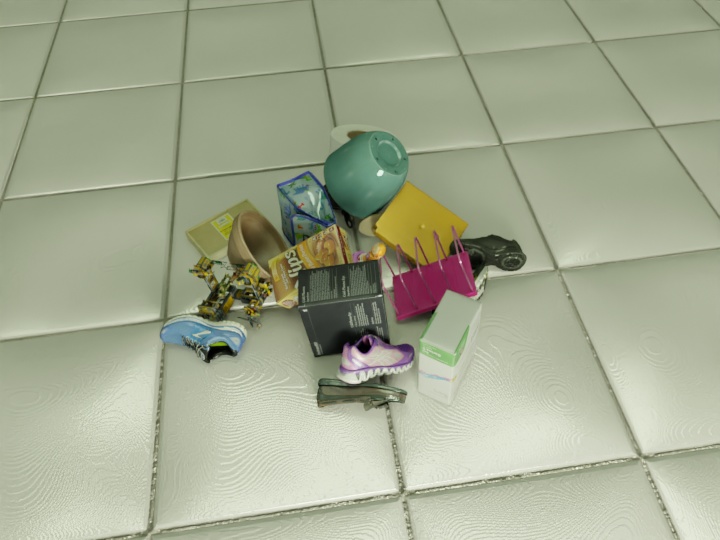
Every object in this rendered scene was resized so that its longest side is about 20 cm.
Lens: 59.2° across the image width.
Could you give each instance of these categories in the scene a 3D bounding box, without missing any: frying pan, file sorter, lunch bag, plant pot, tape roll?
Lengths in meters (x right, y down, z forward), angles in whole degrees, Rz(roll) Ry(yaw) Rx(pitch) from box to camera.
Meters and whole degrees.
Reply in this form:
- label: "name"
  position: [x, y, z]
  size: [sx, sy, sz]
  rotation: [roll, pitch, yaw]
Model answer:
- label: "frying pan"
  position: [-0.038, -0.186, 1.756]
  size: [0.114, 0.031, 0.190]
  rotation: [-28, 55, -23]
- label: "file sorter"
  position: [0.152, -0.001, 1.486]
  size: [0.198, 0.126, 0.140]
  rotation: [-19, 41, 15]
- label: "lunch bag"
  position: [-0.123, -0.118, 1.612]
  size: [0.126, 0.171, 0.200]
  rotation: [-29, 57, -22]
- label: "plant pot"
  position: [-0.264, -0.040, 1.570]
  size: [0.092, 0.200, 0.203]
  rotation: [-31, 47, 19]
- label: "tape roll"
  position: [0.008, -0.356, 1.834]
  size: [0.199, 0.072, 0.203]
  rotation: [5, 32, -3]
- label: "plant pot"
  position: [0.029, -0.262, 1.627]
  size: [0.198, 0.161, 0.203]
  rotation: [17, 59, -30]

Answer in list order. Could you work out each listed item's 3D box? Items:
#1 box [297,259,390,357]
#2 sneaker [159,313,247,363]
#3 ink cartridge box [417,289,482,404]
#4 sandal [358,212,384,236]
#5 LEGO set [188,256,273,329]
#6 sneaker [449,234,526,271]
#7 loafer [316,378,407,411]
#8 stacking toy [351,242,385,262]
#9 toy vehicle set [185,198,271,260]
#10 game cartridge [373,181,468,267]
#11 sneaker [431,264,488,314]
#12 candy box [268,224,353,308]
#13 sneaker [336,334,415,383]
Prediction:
- label: "box"
  position: [-0.034, 0.087, 1.407]
  size: [0.179, 0.201, 0.105]
  rotation: [-8, 50, 2]
- label: "sneaker"
  position: [-0.364, 0.159, 1.447]
  size: [0.197, 0.079, 0.090]
  rotation: [4, 47, 4]
- label: "ink cartridge box"
  position: [0.187, 0.166, 1.347]
  size: [0.087, 0.201, 0.146]
  rotation: [19, 53, 21]
- label: "sandal"
  position: [0.100, -0.098, 1.651]
  size: [0.208, 0.078, 0.070]
  rotation: [1, 44, -4]
- label: "LEGO set"
  position: [-0.317, 0.059, 1.484]
  size: [0.197, 0.155, 0.117]
  rotation: [12, 51, 16]
- label: "sneaker"
  position: [0.319, -0.052, 1.614]
  size: [0.197, 0.077, 0.091]
  rotation: [10, 40, -9]
- label: "loafer"
  position: [0.001, 0.275, 1.357]
  size: [0.197, 0.072, 0.064]
  rotation: [5, 69, 14]
- label: "stacking toy"
  position: [0.000, 0.000, 1.476]
  size: [0.109, 0.200, 0.117]
  rotation: [23, 46, -19]
- label: "toy vehicle set"
  position: [-0.353, -0.109, 1.704]
  size: [0.199, 0.027, 0.124]
  rotation: [-32, 56, -23]
- label: "game cartridge"
  position: [0.153, -0.108, 1.626]
  size: [0.199, 0.032, 0.177]
  rotation: [35, 68, 5]
- label: "sneaker"
  position: [0.241, 0.050, 1.524]
  size: [0.084, 0.075, 0.200]
  rotation: [26, 55, 22]
- label: "candy box"
  position: [-0.114, -0.008, 1.463]
  size: [0.198, 0.055, 0.117]
  rotation: [-26, 61, 21]
- label: "sneaker"
  position: [0.038, 0.180, 1.379]
  size: [0.198, 0.090, 0.080]
  rotation: [-9, 13, -33]
